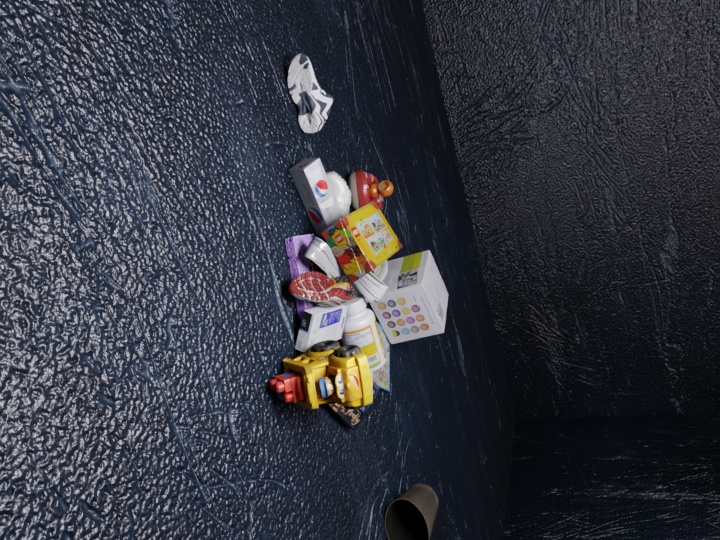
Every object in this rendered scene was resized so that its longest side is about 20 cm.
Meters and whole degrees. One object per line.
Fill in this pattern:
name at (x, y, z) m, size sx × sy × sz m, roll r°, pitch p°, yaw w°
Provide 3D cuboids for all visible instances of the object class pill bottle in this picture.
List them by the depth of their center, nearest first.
pill bottle at (-0.003, 0.175, 1.540) m, size 0.111 × 0.109 × 0.204 m, roll -45°, pitch 123°, yaw -61°

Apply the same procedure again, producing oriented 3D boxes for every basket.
basket at (0.170, 0.761, 1.720) m, size 0.199 × 0.134 × 0.184 m, roll -5°, pitch 81°, yaw -70°

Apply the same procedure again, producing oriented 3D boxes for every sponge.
sponge at (-0.136, 0.013, 1.394) m, size 0.111 × 0.029 × 0.204 m, roll -15°, pitch 95°, yaw -66°

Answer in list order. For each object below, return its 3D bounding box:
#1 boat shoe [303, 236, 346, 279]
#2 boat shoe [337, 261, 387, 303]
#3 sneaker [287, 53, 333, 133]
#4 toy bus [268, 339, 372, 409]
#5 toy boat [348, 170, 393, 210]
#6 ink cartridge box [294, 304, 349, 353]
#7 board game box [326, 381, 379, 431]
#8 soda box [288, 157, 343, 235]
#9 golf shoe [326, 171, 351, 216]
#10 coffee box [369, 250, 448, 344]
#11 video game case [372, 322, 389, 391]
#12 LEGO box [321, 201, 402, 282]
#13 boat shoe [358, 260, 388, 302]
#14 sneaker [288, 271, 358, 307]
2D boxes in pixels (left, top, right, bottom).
boat shoe at (-0.091, -0.002, 1.390) m, size 0.066 × 0.071 × 0.201 m, roll -53°, pitch 154°, yaw -18°
boat shoe at (0.000, 0.000, 1.527) m, size 0.072 × 0.066 × 0.201 m, roll 18°, pitch 27°, yaw -54°
sneaker at (-0.131, -0.489, 1.516) m, size 0.130 × 0.078 × 0.203 m, roll -52°, pitch 129°, yaw -61°
toy bus at (-0.095, 0.244, 1.216) m, size 0.189 × 0.198 × 0.139 m, roll -11°, pitch 97°, yaw -37°
toy boat at (0.043, -0.255, 1.769) m, size 0.199 × 0.128 × 0.133 m, roll -3°, pitch 84°, yaw -66°
ink cartridge box at (-0.094, 0.139, 1.397) m, size 0.199 × 0.039 × 0.101 m, roll -6°, pitch 112°, yaw -66°
board game box at (-0.030, 0.318, 1.457) m, size 0.136 × 0.034 × 0.201 m, roll -56°, pitch 138°, yaw -21°
soda box at (-0.111, -0.190, 1.452) m, size 0.064 × 0.067 × 0.203 m, roll -41°, pitch 124°, yaw -32°
golf shoe at (-0.068, -0.177, 1.564) m, size 0.097 × 0.077 × 0.203 m, roll -46°, pitch 123°, yaw -54°
coffee box at (0.162, 0.088, 1.824) m, size 0.202 × 0.195 × 0.201 m, roll 62°, pitch 26°, yaw -27°
video game case at (0.061, 0.274, 1.768) m, size 0.143 × 0.017 × 0.204 m, roll 38°, pitch 48°, yaw -57°
LEGO box at (0.009, -0.079, 1.441) m, size 0.150 × 0.077 × 0.200 m, roll 57°, pitch 33°, yaw -1°
boat shoe at (0.039, 0.010, 1.743) m, size 0.202 × 0.071 × 0.063 m, roll -71°, pitch 146°, yaw -42°
sneaker at (-0.096, 0.059, 1.343) m, size 0.198 × 0.082 × 0.079 m, roll 11°, pitch 53°, yaw -45°
